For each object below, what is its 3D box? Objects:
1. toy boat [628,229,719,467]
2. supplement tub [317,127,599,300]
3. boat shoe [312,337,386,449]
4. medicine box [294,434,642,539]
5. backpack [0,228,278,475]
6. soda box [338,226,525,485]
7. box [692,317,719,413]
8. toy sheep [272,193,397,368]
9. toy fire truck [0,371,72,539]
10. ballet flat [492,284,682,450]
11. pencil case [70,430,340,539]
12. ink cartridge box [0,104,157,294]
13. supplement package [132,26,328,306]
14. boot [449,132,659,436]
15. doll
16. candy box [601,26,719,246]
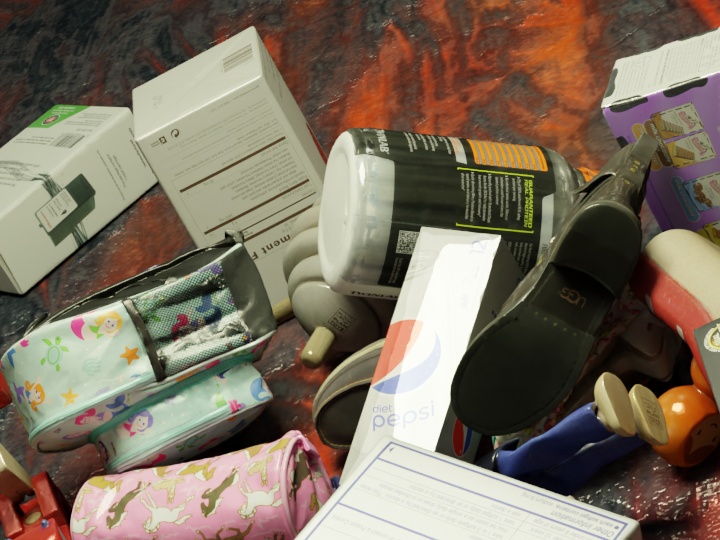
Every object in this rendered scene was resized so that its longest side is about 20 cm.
[{"bbox_3d":[0.230,0.067,1.627,0.131,0.130,0.200,-58,23,8],"label":"toy boat"},{"bbox_3d":[0.076,-0.035,1.863,0.198,0.123,0.123,6,21,-13],"label":"supplement tub"},{"bbox_3d":[0.052,0.086,1.804,0.199,0.075,0.073,-21,25,21],"label":"boat shoe"},{"bbox_3d":[0.042,0.216,1.472,0.181,0.103,0.200,17,49,32],"label":"medicine box"},{"bbox_3d":[-0.164,0.074,1.911,0.199,0.152,0.178,-17,-8,-12],"label":"backpack"},{"bbox_3d":[0.051,0.074,1.733,0.063,0.068,0.201,6,64,26],"label":"soda box"},{"bbox_3d":[0.242,0.138,1.350,0.049,0.201,0.161,-24,26,7],"label":"box"},{"bbox_3d":[0.000,0.000,1.967,0.137,0.138,0.201,-8,46,38],"label":"toy sheep"},{"bbox_3d":[-0.257,0.162,1.907,0.049,0.142,0.200,-29,24,-1],"label":"toy fire truck"},{"bbox_3d":[0.171,0.072,1.718,0.200,0.076,0.064,-47,38,-15],"label":"ballet flat"},{"bbox_3d":[-0.112,0.171,1.808,0.199,0.083,0.086,-15,13,30],"label":"pencil case"},{"bbox_3d":[-0.312,-0.071,2.478,0.200,0.083,0.146,-41,28,-26],"label":"ink cartridge box"},{"bbox_3d":[-0.089,-0.074,2.105,0.119,0.201,0.121,-27,25,6],"label":"supplement package"},{"bbox_3d":[0.138,0.009,1.705,0.200,0.069,0.174,-54,2,17],"label":"boot"},{"bbox_3d":[0.098,0.135,1.611,0.199,0.136,0.049,-32,60,27],"label":"doll"},{"bbox_3d":[0.293,-0.089,1.765,0.199,0.168,0.072,-16,28,25],"label":"candy box"}]
